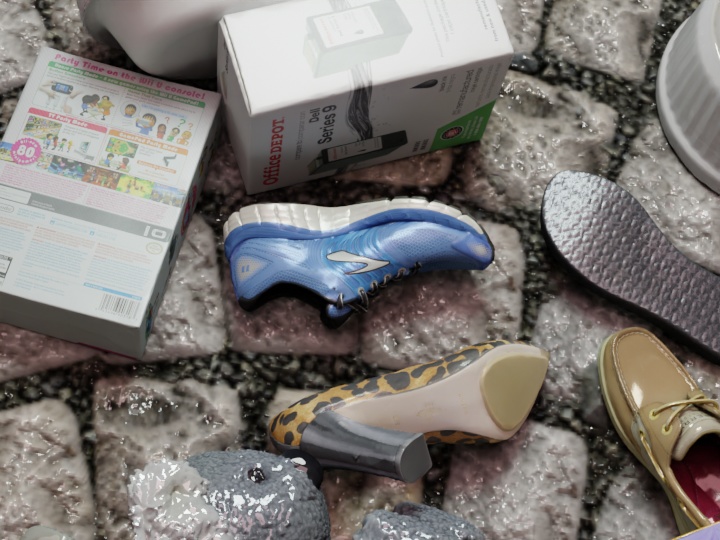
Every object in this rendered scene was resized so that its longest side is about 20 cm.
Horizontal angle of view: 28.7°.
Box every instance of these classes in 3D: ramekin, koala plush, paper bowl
[{"bbox_3d":[0.339,-0.155,1.108,0.199,0.095,0.205,2,63,-3],"label":"ramekin"},{"bbox_3d":[-0.051,0.187,0.870,0.199,0.177,0.185,36,90,10],"label":"koala plush"},{"bbox_3d":[-0.112,-0.214,1.048,0.198,0.201,0.106,-14,78,-11],"label":"paper bowl"}]

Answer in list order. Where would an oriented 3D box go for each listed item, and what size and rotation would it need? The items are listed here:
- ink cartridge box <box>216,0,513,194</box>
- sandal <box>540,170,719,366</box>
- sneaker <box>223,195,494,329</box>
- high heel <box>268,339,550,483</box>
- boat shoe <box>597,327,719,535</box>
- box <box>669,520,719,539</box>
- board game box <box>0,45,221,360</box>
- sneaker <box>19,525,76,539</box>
[{"bbox_3d":[-0.002,-0.140,1.047,0.197,0.146,0.085,-15,72,-10],"label":"ink cartridge box"},{"bbox_3d":[0.212,0.006,1.054,0.199,0.043,0.076,40,74,5],"label":"sandal"},{"bbox_3d":[0.000,0.000,1.027,0.197,0.079,0.091,-4,74,1],"label":"sneaker"},{"bbox_3d":[0.035,0.087,0.995,0.141,0.072,0.199,5,21,42],"label":"high heel"},{"bbox_3d":[0.231,0.120,0.977,0.073,0.067,0.202,-21,67,-15],"label":"boat shoe"},{"bbox_3d":[0.170,0.248,0.894,0.198,0.042,0.120,-22,73,2],"label":"box"},{"bbox_3d":[-0.198,-0.052,1.037,0.145,0.064,0.202,15,65,3],"label":"board game box"},{"bbox_3d":[-0.162,0.248,0.881,0.200,0.076,0.088,41,72,19],"label":"sneaker"}]
